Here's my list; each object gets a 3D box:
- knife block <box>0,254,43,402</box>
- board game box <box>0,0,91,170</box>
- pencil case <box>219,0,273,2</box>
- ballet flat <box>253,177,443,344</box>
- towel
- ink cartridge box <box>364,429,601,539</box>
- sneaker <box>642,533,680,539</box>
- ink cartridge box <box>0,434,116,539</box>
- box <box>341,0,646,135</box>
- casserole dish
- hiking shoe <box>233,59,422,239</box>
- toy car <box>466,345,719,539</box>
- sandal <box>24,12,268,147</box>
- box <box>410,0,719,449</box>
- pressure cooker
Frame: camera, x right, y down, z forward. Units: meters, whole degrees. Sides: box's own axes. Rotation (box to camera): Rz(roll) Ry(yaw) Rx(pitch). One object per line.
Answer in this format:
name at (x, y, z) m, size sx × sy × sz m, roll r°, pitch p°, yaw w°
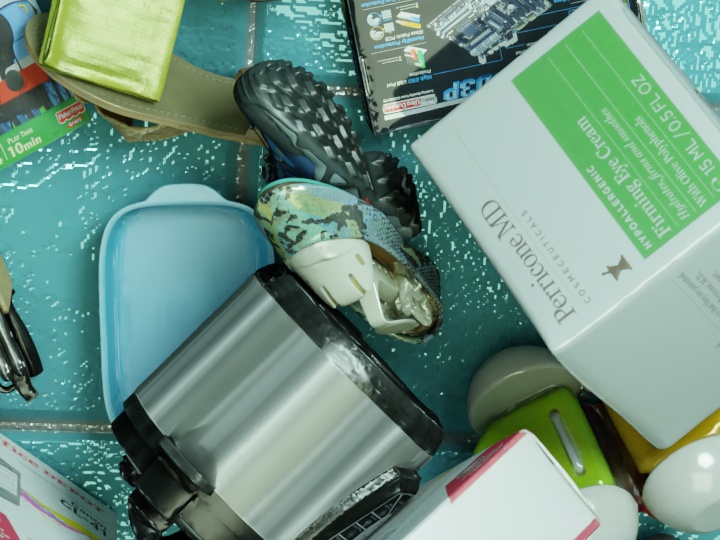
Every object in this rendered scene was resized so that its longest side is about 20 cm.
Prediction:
knife block at (-0.280, -0.001, 1.649) m, size 0.064 × 0.176 × 0.200 m, roll -21°, pitch 61°, yaw 0°
board game box at (-0.278, -0.155, 1.559) m, size 0.151 × 0.037 × 0.200 m, roll -34°, pitch 105°, yaw -37°
pencil case at (-0.060, -0.275, 1.560) m, size 0.089 × 0.078 × 0.200 m, roll 2°, pitch 101°, yaw 37°
ballet flat at (0.000, 0.000, 1.588) m, size 0.074 × 0.074 × 0.200 m, roll -49°, pitch 144°, yaw 9°
towel at (-0.146, -0.216, 1.570) m, size 0.086 × 0.018 × 0.200 m, roll 16°, pitch 80°, yaw -16°
ink cartridge box at (0.045, 0.197, 1.567) m, size 0.148 × 0.200 × 0.086 m, roll -41°, pitch 89°, yaw -28°
sneaker at (0.205, 0.287, 1.763) m, size 0.112 × 0.078 × 0.200 m, roll 29°, pitch 112°, yaw -16°
ink cartridge box at (-0.243, 0.190, 1.617) m, size 0.148 × 0.200 × 0.086 m, roll 37°, pitch 100°, yaw -14°
box at (0.087, -0.190, 1.626) m, size 0.200 × 0.046 × 0.159 m, roll -13°, pitch 107°, yaw -1°
casserole dish at (-0.120, 0.033, 1.675) m, size 0.121 × 0.039 × 0.200 m, roll -1°, pitch 106°, yaw -5°
hiking shoe at (-0.036, -0.063, 1.594) m, size 0.087 × 0.074 × 0.200 m, roll -25°, pitch 140°, yaw 18°
toy car at (0.177, 0.133, 1.683) m, size 0.200 × 0.175 × 0.150 m, roll -22°, pitch 145°, yaw -2°
sandal at (-0.135, -0.108, 1.621) m, size 0.212 × 0.078 × 0.070 m, roll 13°, pitch 139°, yaw -21°
box at (0.177, -0.031, 1.560) m, size 0.171 × 0.199 × 0.200 m, roll -39°, pitch 145°, yaw 9°
pressure cooker at (-0.066, 0.117, 1.592) m, size 0.200 × 0.179 × 0.176 m, roll -44°, pitch 119°, yaw 0°
